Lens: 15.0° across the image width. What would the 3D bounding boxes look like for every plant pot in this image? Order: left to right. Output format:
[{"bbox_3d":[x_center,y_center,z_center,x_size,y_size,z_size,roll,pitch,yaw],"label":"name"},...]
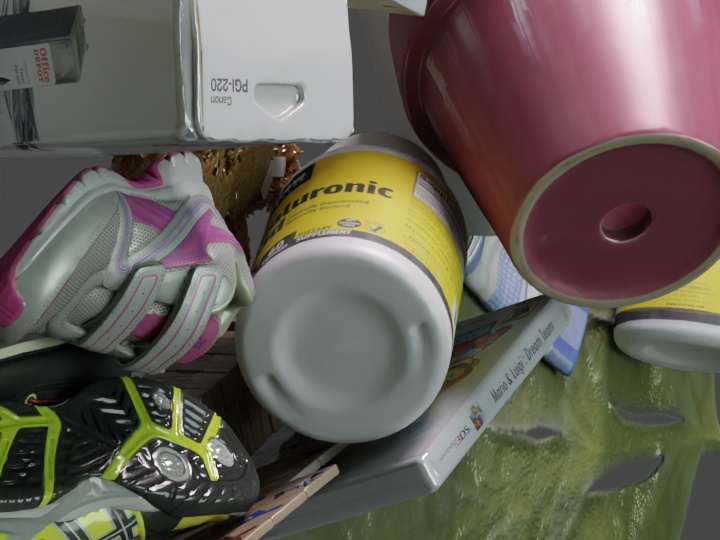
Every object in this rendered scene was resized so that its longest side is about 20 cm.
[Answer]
[{"bbox_3d":[0.125,-0.087,1.468,0.200,0.199,0.179,57,14,-44],"label":"plant pot"}]

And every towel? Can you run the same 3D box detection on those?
[{"bbox_3d":[0.118,-0.030,1.860,0.200,0.024,0.148,43,55,-53],"label":"towel"}]

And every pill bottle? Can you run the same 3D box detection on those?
[{"bbox_3d":[0.000,0.000,1.448,0.200,0.111,0.112,-76,155,-66],"label":"pill bottle"},{"bbox_3d":[0.251,-0.033,2.006,0.112,0.112,0.201,32,63,-57],"label":"pill bottle"}]

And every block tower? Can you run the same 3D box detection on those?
[{"bbox_3d":[-0.064,0.057,1.508,0.200,0.054,0.058,-40,123,-53],"label":"block tower"}]

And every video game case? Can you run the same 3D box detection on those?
[{"bbox_3d":[-0.001,0.086,1.478,0.024,0.199,0.182,60,38,-13],"label":"video game case"}]

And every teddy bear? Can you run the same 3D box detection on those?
[{"bbox_3d":[-0.083,-0.059,1.475,0.200,0.066,0.146,-59,150,-50],"label":"teddy bear"}]

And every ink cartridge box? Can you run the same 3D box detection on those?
[{"bbox_3d":[-0.122,-0.094,1.253,0.145,0.199,0.085,-5,95,-61],"label":"ink cartridge box"}]

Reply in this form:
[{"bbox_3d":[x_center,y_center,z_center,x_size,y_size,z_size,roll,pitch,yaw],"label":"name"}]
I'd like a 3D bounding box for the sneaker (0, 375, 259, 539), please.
[{"bbox_3d":[-0.136,0.100,1.280,0.199,0.076,0.076,3,48,-40],"label":"sneaker"}]

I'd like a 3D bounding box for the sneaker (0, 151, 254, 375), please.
[{"bbox_3d":[-0.105,0.004,1.276,0.088,0.081,0.200,50,28,8],"label":"sneaker"}]

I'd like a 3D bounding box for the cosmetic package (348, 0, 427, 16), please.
[{"bbox_3d":[-0.072,-0.181,1.386,0.200,0.150,0.052,18,85,-60],"label":"cosmetic package"}]

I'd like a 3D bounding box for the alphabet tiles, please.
[{"bbox_3d":[-0.089,0.134,1.359,0.200,0.167,0.008,-35,100,-55],"label":"alphabet tiles"}]

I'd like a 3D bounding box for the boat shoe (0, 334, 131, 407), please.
[{"bbox_3d":[-0.172,0.056,1.295,0.201,0.073,0.063,-14,103,-60],"label":"boat shoe"}]

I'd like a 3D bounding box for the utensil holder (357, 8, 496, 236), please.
[{"bbox_3d":[0.085,-0.145,1.655,0.170,0.169,0.201,-51,134,-48],"label":"utensil holder"}]
